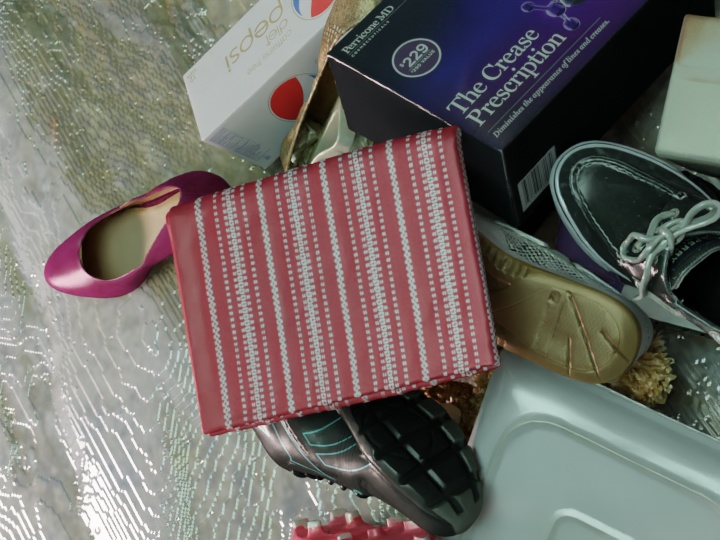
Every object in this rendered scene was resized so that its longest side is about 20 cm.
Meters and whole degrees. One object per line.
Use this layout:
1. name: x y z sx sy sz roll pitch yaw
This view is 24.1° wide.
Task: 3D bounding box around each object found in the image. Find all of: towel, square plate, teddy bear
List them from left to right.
1. towel: -0.020 0.009 0.980 0.200 0.022 0.145 -15 80 25
2. teddy bear: 0.107 0.096 1.041 0.200 0.067 0.145 8 108 29
3. square plate: 0.137 0.172 0.999 0.198 0.028 0.200 25 109 17

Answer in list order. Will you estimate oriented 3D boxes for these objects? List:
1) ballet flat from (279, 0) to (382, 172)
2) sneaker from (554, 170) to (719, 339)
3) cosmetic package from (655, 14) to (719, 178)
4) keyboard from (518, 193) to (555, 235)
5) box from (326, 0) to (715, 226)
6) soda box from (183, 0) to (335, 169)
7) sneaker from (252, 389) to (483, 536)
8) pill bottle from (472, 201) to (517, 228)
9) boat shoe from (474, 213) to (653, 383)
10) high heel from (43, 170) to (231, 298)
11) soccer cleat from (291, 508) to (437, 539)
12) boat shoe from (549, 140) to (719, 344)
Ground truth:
1. ballet flat: -0.002 -0.116 1.110 0.065 0.070 0.200 -90 16 -46
2. sneaker: 0.203 -0.011 0.993 0.200 0.076 0.088 12 106 32
3. cosmetic package: 0.282 -0.085 0.952 0.200 0.103 0.087 13 91 31
4. keyboard: 0.070 -0.120 1.122 0.200 0.040 0.104 46 107 27
5. box: 0.100 -0.144 1.032 0.141 0.079 0.200 31 67 32
6. soda box: -0.030 -0.162 1.157 0.200 0.064 0.068 -40 50 26
7. sneaker: -0.008 0.097 1.031 0.200 0.075 0.079 42 128 24
8. pill bottle: 0.000 0.000 1.104 0.200 0.112 0.112 -36 67 22
9. boat shoe: 0.080 0.008 1.002 0.200 0.069 0.071 29 107 21
10. high heel: -0.173 -0.029 1.222 0.200 0.096 0.068 -22 72 27
11. soccer cleat: 0.006 0.194 1.056 0.200 0.067 0.077 172 84 -70
12. boat shoe: 0.179 -0.006 0.931 0.074 0.068 0.199 -43 68 4
